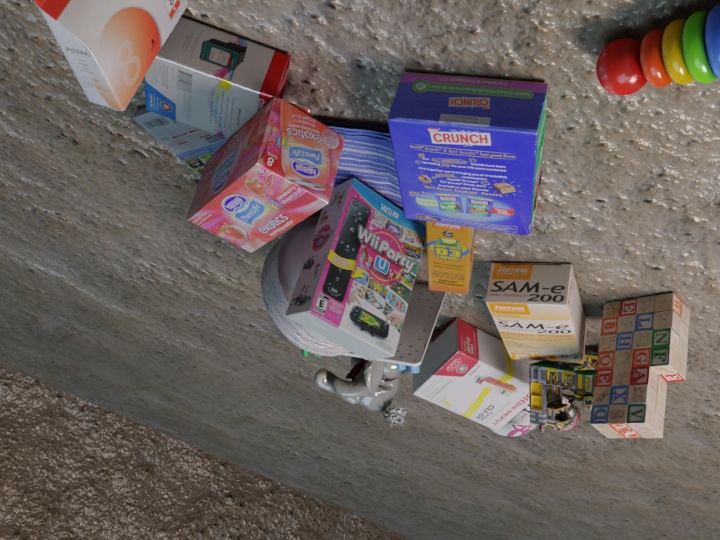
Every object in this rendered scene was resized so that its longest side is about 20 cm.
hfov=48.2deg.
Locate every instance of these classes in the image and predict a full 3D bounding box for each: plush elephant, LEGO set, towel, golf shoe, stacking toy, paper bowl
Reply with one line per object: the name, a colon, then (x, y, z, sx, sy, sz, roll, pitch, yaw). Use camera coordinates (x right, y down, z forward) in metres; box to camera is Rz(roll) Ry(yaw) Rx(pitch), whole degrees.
plush elephant: (0.032, 0.185, 1.546, 0.163, 0.157, 0.199, -11, -141, -46)
LEGO set: (0.368, 0.209, 1.329, 0.152, 0.118, 0.199, 2, -174, 38)
towel: (-0.004, -0.132, 1.094, 0.143, 0.024, 0.201, 10, 152, 13)
golf shoe: (0.344, 0.289, 1.649, 0.198, 0.073, 0.092, -19, 132, 33)
stacking toy: (0.314, -0.204, 0.744, 0.198, 0.086, 0.085, -4, 148, 45)
paper bowl: (-0.039, 0.016, 1.189, 0.199, 0.203, 0.104, 27, 143, -21)

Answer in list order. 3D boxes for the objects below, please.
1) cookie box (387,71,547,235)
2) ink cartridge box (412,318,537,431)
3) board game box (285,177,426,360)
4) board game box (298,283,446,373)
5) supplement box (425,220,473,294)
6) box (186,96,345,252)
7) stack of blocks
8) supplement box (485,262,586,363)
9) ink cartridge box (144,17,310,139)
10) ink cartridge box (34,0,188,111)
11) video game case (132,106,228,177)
cookie box: (0.131, -0.135, 0.959, 0.168, 0.076, 0.201, 9, 152, 14)
ink cartridge box: (0.214, 0.195, 1.475, 0.198, 0.084, 0.145, 25, 129, -20)
board game box: (0.000, 0.000, 1.103, 0.147, 0.202, 0.064, 30, 153, -28)
board game box: (0.023, 0.082, 1.293, 0.197, 0.201, 0.026, 7, 126, 16)
supplement box: (0.128, -0.043, 1.144, 0.065, 0.070, 0.201, 7, 149, 11)
box: (-0.118, -0.109, 0.971, 0.102, 0.096, 0.199, 27, 150, -26)
stack of blocks: (0.414, 0.141, 1.188, 0.114, 0.202, 0.058, -12, 142, 44)
supplement box: (0.280, 0.070, 1.264, 0.124, 0.074, 0.201, 1, 149, 25)
ink cartridge box: (-0.153, -0.217, 0.965, 0.197, 0.068, 0.116, 19, 154, -6)
ink cartridge box: (-0.242, -0.284, 0.784, 0.049, 0.164, 0.201, 17, 154, 10)
video game case: (-0.202, -0.171, 1.131, 0.142, 0.018, 0.200, -7, 145, 36)
